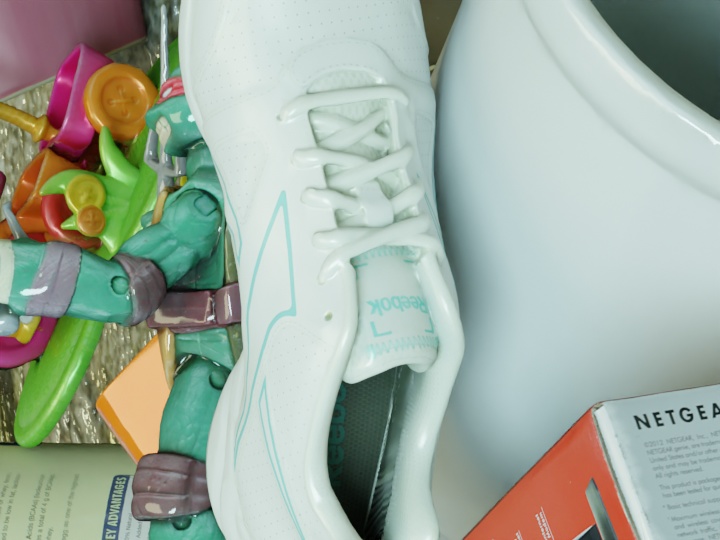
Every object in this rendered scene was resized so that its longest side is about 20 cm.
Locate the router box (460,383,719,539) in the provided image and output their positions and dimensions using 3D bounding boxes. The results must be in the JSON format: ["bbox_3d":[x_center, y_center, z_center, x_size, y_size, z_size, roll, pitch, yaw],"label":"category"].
[{"bbox_3d":[0.114,0.082,0.694,0.180,0.199,0.049,-52,51,53],"label":"router box"}]

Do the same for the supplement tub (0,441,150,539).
[{"bbox_3d":[-0.124,0.147,1.120,0.145,0.198,0.146,1,-90,-84],"label":"supplement tub"}]

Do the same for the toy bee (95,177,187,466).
[{"bbox_3d":[0.000,0.000,0.921,0.199,0.108,0.132,-27,77,34],"label":"toy bee"}]

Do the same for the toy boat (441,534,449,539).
[{"bbox_3d":[0.008,0.152,0.860,0.200,0.130,0.131,52,128,45],"label":"toy boat"}]

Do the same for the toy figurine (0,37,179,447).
[{"bbox_3d":[-0.184,-0.051,1.103,0.150,0.183,0.201,-30,38,62],"label":"toy figurine"}]

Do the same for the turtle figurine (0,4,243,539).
[{"bbox_3d":[-0.056,0.011,0.784,0.100,0.149,0.202,-6,85,28],"label":"turtle figurine"}]

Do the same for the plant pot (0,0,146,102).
[{"bbox_3d":[-0.193,-0.168,1.234,0.200,0.199,0.180,-10,104,62],"label":"plant pot"}]

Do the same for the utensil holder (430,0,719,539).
[{"bbox_3d":[0.093,-0.022,0.744,0.171,0.169,0.200,64,148,30],"label":"utensil holder"}]

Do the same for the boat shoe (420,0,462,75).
[{"bbox_3d":[0.014,-0.122,0.740,0.072,0.060,0.202,22,146,17],"label":"boat shoe"}]

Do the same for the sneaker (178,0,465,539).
[{"bbox_3d":[-0.001,-0.010,0.678,0.080,0.070,0.202,-165,70,-67],"label":"sneaker"}]
